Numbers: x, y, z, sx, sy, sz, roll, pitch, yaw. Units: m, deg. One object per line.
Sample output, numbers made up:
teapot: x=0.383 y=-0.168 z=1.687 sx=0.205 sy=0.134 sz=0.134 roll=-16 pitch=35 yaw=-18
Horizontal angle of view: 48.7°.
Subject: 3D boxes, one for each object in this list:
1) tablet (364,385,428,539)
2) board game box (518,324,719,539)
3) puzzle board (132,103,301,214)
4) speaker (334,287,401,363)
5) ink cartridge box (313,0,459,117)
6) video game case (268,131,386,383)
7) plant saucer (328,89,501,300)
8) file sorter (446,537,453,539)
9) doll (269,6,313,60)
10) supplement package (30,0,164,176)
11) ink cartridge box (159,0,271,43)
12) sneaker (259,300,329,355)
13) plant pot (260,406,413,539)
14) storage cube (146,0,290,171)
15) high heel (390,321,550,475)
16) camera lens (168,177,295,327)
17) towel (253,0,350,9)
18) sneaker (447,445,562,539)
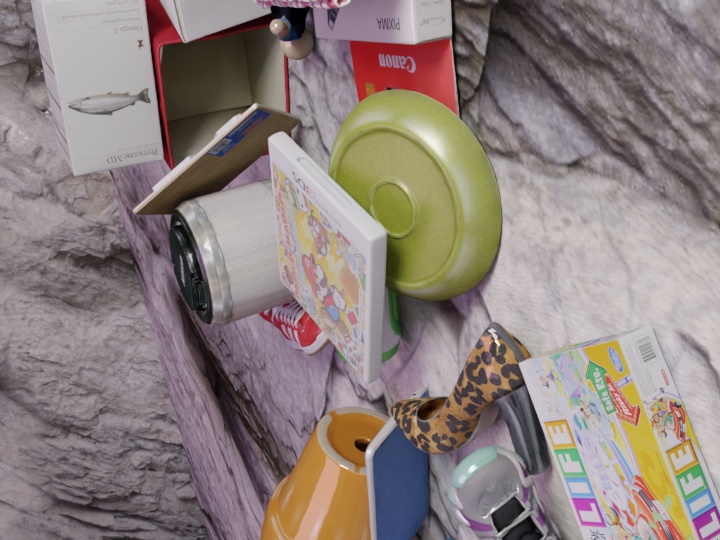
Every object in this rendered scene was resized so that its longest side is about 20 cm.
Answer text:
tablet: x=0.044 y=0.245 z=0.908 sx=0.013 sy=0.130 sz=0.204 roll=15 pitch=124 yaw=29
board game box: x=0.200 y=0.152 z=0.596 sx=0.204 sy=0.034 sz=0.134 roll=70 pitch=157 yaw=6
puzzle board: x=-0.174 y=-0.135 z=0.979 sx=0.018 sy=0.199 sz=0.150 roll=53 pitch=-165 yaw=6
speaker: x=0.000 y=0.000 z=0.881 sx=0.088 sy=0.087 sz=0.204 roll=36 pitch=138 yaw=54
ink cartridge box: x=0.017 y=-0.221 z=0.738 sx=0.199 sy=0.044 sz=0.180 roll=31 pitch=132 yaw=58
video game case: x=-0.035 y=-0.011 z=0.805 sx=0.182 sy=0.023 sz=0.202 roll=46 pitch=150 yaw=36
plant saucer: x=0.037 y=-0.061 z=0.731 sx=0.198 sy=0.031 sz=0.204 roll=21 pitch=123 yaw=35
file sorter: x=0.104 y=0.450 z=0.912 sx=0.138 sy=0.121 sz=0.204 roll=28 pitch=132 yaw=59
doll: x=-0.077 y=-0.304 z=0.847 sx=0.201 sy=0.047 sz=0.139 roll=92 pitch=-178 yaw=-59
supplement package: x=-0.316 y=-0.237 z=0.960 sx=0.117 sy=0.115 sz=0.204 roll=42 pitch=140 yaw=50
ink cartridge box: x=-0.187 y=-0.383 z=0.948 sx=0.201 sy=0.143 sz=0.088 roll=56 pitch=163 yaw=31
sneaker: x=-0.092 y=0.053 z=1.099 sx=0.113 sy=0.071 sz=0.199 roll=47 pitch=161 yaw=-10
plant pot: x=-0.015 y=0.284 z=1.006 sx=0.200 sy=0.197 sz=0.186 roll=46 pitch=131 yaw=46
storage cube: x=-0.207 y=-0.259 z=1.058 sx=0.180 sy=0.168 sz=0.203 roll=49 pitch=147 yaw=43
high heel: x=0.087 y=0.105 z=0.759 sx=0.198 sy=0.071 sz=0.145 roll=5 pitch=118 yaw=48
camera lens: x=-0.136 y=-0.029 z=1.020 sx=0.160 sy=0.197 sz=0.162 roll=46 pitch=146 yaw=45
towel: x=-0.019 y=-0.283 z=0.676 sx=0.030 sy=0.148 sz=0.200 roll=35 pitch=180 yaw=-30
sneaker: x=0.153 y=0.242 z=0.662 sx=0.201 sy=0.077 sz=0.140 roll=56 pitch=175 yaw=-36
